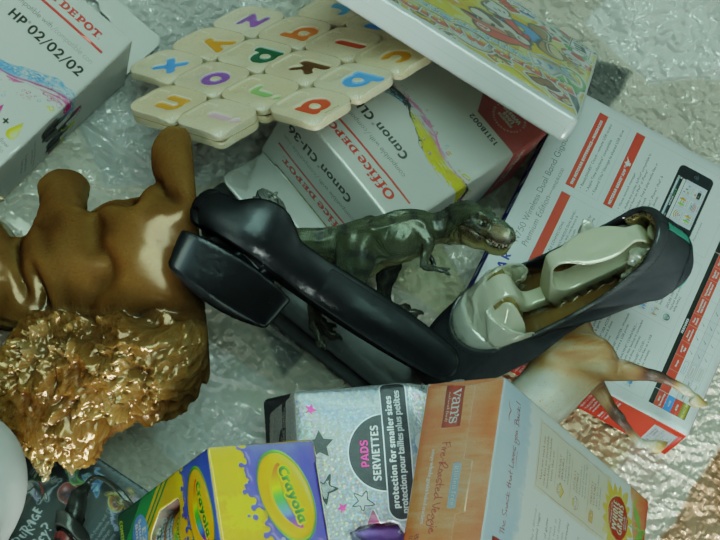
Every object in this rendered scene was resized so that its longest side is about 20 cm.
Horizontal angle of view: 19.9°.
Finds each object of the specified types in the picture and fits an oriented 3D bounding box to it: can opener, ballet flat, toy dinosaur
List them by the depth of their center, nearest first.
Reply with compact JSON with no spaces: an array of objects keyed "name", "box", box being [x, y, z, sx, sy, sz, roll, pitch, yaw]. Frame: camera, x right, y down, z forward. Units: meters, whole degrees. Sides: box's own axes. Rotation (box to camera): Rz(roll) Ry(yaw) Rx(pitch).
[{"name":"can opener","box":[-0.025,0.012,1.286,0.200,0.063,0.079,29,95,-20]},{"name":"ballet flat","box":[0.117,0.013,1.329,0.199,0.073,0.073,-24,75,8]},{"name":"toy dinosaur","box":[0.000,0.000,1.334,0.199,0.088,0.048,-5,27,-2]},{"name":"can opener","box":[-0.035,0.015,1.398,0.200,0.053,0.066,43,69,5]}]

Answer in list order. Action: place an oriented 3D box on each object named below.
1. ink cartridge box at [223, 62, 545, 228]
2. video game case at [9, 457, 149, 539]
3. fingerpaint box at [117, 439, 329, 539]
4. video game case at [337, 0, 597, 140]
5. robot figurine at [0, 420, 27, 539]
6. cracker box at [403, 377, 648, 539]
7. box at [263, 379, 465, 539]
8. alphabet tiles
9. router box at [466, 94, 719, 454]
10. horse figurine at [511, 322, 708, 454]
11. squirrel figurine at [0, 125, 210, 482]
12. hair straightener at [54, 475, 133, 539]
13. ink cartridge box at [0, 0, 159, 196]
[{"name":"ink cartridge box","box":[0.017,-0.080,1.411,0.200,0.068,0.117,-34,79,-34]},{"name":"video game case","box":[-0.186,0.225,1.309,0.182,0.023,0.200,34,68,2]},{"name":"fingerpaint box","box":[-0.075,0.219,1.218,0.073,0.167,0.201,-2,72,-27]},{"name":"video game case","box":[0.069,-0.173,1.415,0.200,0.023,0.182,32,23,-2]},{"name":"robot figurine","box":[-0.299,0.112,1.243,0.200,0.125,0.150,32,33,-1]},{"name":"cracker box","box":[0.101,0.165,1.229,0.058,0.200,0.134,-6,60,32]},{"name":"box","box":[0.006,0.173,1.286,0.114,0.132,0.201,-4,85,-11]},{"name":"alphabet tiles","box":[-0.055,-0.138,1.396,0.195,0.015,0.200,18,40,42]},{"name":"router box","box":[0.182,-0.002,1.449,0.179,0.049,0.200,29,68,0]},{"name":"horse figurine","box":[0.131,0.100,1.363,0.132,0.050,0.200,41,88,-1]},{"name":"squirrel figurine","box":[-0.192,0.025,1.311,0.186,0.142,0.201,-5,56,-5]},{"name":"hair straightener","box":[-0.170,0.225,1.288,0.077,0.041,0.201,19,61,-27]},{"name":"ink cartridge box","box":[-0.238,-0.142,1.407,0.115,0.068,0.200,41,68,5]}]
